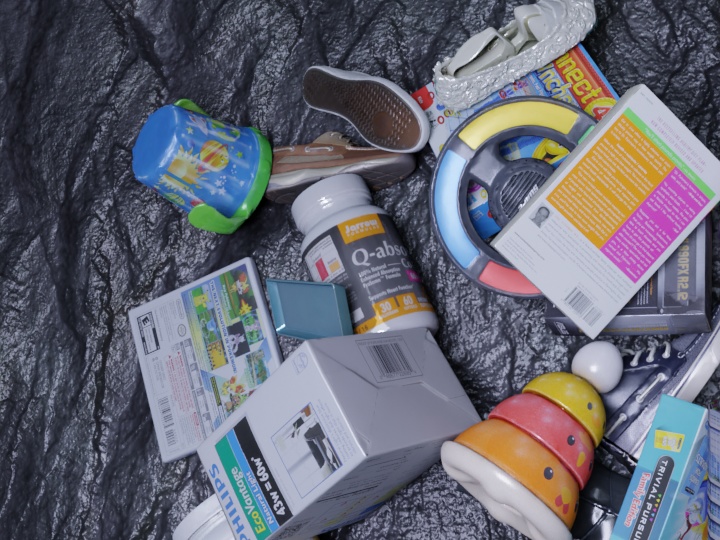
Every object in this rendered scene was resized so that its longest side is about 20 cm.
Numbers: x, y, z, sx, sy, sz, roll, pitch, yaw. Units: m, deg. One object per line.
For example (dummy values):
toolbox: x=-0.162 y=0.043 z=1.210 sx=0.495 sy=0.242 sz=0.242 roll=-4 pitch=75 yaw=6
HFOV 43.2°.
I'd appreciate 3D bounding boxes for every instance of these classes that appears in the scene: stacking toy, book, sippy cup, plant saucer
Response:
stacking toy: x=0.184 y=0.146 z=0.869 sx=0.145 sy=0.146 sz=0.201 roll=33 pitch=75 yaw=23
book: x=0.239 y=-0.054 z=0.860 sx=0.133 sy=0.048 sz=0.200 roll=42 pitch=94 yaw=-4
sippy cup: x=-0.197 y=-0.130 z=1.090 sx=0.177 sy=0.130 sz=0.141 roll=23 pitch=90 yaw=50
plant saucer: x=-0.058 y=0.043 z=1.011 sx=0.019 sy=0.200 sz=0.071 roll=-14 pitch=97 yaw=-24

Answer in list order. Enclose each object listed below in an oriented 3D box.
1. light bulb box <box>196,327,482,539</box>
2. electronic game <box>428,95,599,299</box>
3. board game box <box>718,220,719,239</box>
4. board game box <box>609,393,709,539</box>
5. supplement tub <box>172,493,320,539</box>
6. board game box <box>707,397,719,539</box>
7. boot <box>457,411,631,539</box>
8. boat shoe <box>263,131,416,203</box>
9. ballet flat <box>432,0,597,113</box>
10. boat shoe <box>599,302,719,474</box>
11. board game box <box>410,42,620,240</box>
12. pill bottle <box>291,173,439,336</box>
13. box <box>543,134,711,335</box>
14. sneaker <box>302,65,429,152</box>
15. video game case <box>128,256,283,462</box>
light bulb box: x=-0.021 y=0.169 z=0.915 sx=0.200 sy=0.197 sz=0.126 roll=-44 pitch=64 yaw=31
electronic game: x=0.166 y=-0.072 z=0.904 sx=0.198 sy=0.042 sz=0.203 roll=1 pitch=95 yaw=9
board game box: x=0.389 y=-0.096 z=0.861 sx=0.032 sy=0.200 sz=0.121 roll=36 pitch=90 yaw=23
board game box: x=0.296 y=0.232 z=0.842 sx=0.047 sy=0.150 sz=0.202 roll=16 pitch=83 yaw=46
supplement tub: x=-0.097 y=0.334 z=0.963 sx=0.145 sy=0.145 sz=0.201 roll=-41 pitch=68 yaw=6
board game box: x=0.378 y=0.151 z=0.792 sx=0.198 sy=0.062 sz=0.202 roll=-6 pitch=98 yaw=-19
boot: x=0.186 y=0.255 z=0.923 sx=0.198 sy=0.066 sz=0.166 roll=23 pitch=78 yaw=20
boat shoe: x=-0.031 y=-0.133 z=1.089 sx=0.198 sy=0.076 sz=0.073 roll=-6 pitch=73 yaw=16
ballet flat: x=0.164 y=-0.242 z=0.975 sx=0.199 sy=0.072 sz=0.072 roll=-33 pitch=69 yaw=8
boat shoe: x=0.296 y=0.098 z=0.916 sx=0.092 sy=0.075 sz=0.201 roll=35 pitch=91 yaw=16
board game box: x=0.174 y=-0.164 z=0.999 sx=0.195 sy=0.056 sz=0.201 roll=-30 pitch=51 yaw=11
pill bottle: x=0.000 y=0.000 z=1.023 sx=0.116 sy=0.116 sz=0.202 roll=-28 pitch=70 yaw=11
box: x=0.277 y=-0.035 z=0.934 sx=0.157 sy=0.048 sz=0.202 roll=-4 pitch=63 yaw=27
sneaker: x=0.023 y=-0.195 z=1.065 sx=0.200 sy=0.084 sz=0.073 roll=36 pitch=120 yaw=37
video game case: x=-0.185 y=0.109 z=1.114 sx=0.181 sy=0.022 sz=0.202 roll=-23 pitch=70 yaw=13
